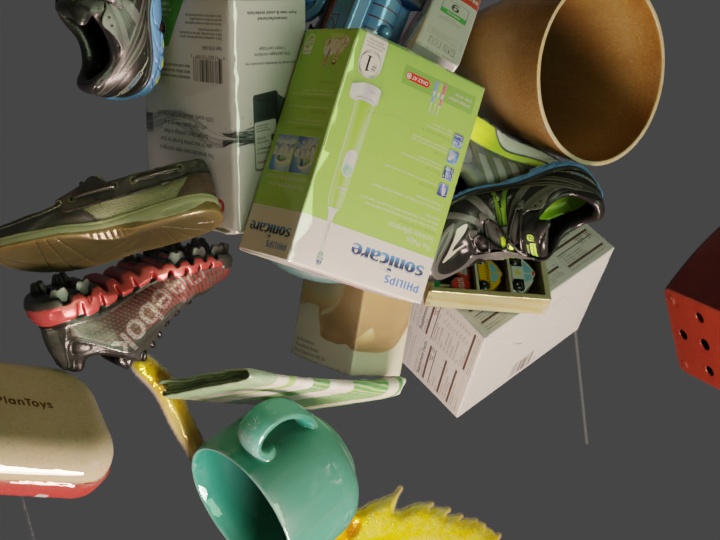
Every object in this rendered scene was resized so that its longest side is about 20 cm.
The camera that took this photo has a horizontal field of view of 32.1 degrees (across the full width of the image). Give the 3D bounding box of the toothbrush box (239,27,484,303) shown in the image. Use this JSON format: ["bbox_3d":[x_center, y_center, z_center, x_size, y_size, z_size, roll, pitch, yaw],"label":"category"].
[{"bbox_3d":[0.003,-0.088,1.069,0.146,0.086,0.200,18,87,-36],"label":"toothbrush box"}]

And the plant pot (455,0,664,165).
[{"bbox_3d":[0.178,-0.214,1.300,0.186,0.200,0.186,-11,107,-37],"label":"plant pot"}]

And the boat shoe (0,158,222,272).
[{"bbox_3d":[-0.218,-0.049,1.069,0.072,0.201,0.066,65,14,-67],"label":"boat shoe"}]

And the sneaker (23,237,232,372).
[{"bbox_3d":[-0.202,0.033,1.135,0.200,0.071,0.098,-22,110,-31],"label":"sneaker"}]

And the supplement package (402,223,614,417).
[{"bbox_3d":[0.151,0.033,1.354,0.200,0.111,0.156,-31,153,-29],"label":"supplement package"}]

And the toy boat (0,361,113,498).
[{"bbox_3d":[-0.319,0.156,1.056,0.200,0.131,0.131,12,122,-40],"label":"toy boat"}]

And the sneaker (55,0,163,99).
[{"bbox_3d":[-0.215,-0.241,1.051,0.083,0.071,0.200,-18,114,-41],"label":"sneaker"}]

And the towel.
[{"bbox_3d":[-0.074,0.113,1.213,0.200,0.153,0.023,10,74,-41],"label":"towel"}]

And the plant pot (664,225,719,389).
[{"bbox_3d":[0.522,0.060,1.660,0.176,0.200,0.200,-26,116,-18],"label":"plant pot"}]

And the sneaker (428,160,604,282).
[{"bbox_3d":[0.143,-0.043,1.201,0.200,0.083,0.071,-23,129,-6],"label":"sneaker"}]

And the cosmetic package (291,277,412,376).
[{"bbox_3d":[0.000,0.000,1.271,0.071,0.105,0.200,4,96,-41],"label":"cosmetic package"}]

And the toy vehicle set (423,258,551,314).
[{"bbox_3d":[0.122,-0.046,1.292,0.124,0.200,0.027,3,142,-8],"label":"toy vehicle set"}]

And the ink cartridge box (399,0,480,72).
[{"bbox_3d":[0.067,-0.225,1.236,0.050,0.109,0.200,29,41,-9],"label":"ink cartridge box"}]

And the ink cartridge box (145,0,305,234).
[{"bbox_3d":[-0.122,-0.143,1.111,0.083,0.147,0.200,-11,108,-40],"label":"ink cartridge box"}]

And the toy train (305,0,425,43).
[{"bbox_3d":[-0.004,-0.246,1.202,0.087,0.114,0.200,25,84,-39],"label":"toy train"}]

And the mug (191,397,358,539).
[{"bbox_3d":[-0.068,0.201,1.212,0.114,0.185,0.152,-33,87,-32],"label":"mug"}]

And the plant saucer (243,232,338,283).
[{"bbox_3d":[-0.035,-0.079,1.179,0.027,0.200,0.200,-54,141,-68],"label":"plant saucer"}]

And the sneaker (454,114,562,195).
[{"bbox_3d":[0.135,-0.094,1.261,0.200,0.074,0.081,25,84,-21],"label":"sneaker"}]
